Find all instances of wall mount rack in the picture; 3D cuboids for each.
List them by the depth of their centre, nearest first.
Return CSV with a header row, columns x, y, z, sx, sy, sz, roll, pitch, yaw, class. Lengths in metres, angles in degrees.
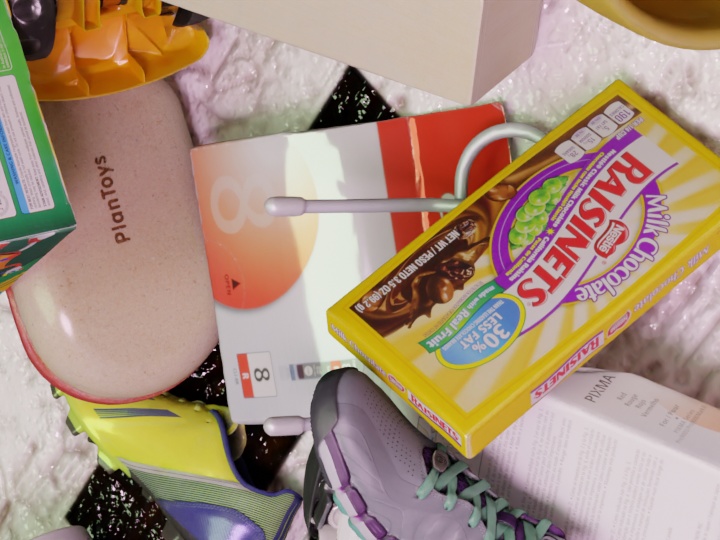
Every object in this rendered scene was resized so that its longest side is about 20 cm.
x,y,z,sx,sy,sz,roll,pitch,yaw,class
0.042,0.024,1.305,0.173,0.075,0.201,3,98,18,wall mount rack

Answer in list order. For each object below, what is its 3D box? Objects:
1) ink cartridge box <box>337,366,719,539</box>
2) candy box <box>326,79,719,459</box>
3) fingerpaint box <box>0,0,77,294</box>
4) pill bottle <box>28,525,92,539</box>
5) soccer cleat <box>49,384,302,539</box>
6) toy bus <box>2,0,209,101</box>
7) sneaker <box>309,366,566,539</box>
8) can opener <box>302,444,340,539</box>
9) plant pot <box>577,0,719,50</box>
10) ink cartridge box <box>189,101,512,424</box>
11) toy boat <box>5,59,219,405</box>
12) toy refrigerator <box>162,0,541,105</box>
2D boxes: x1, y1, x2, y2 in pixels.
x,y,z,sx,sy,sz,roll,pitch,yaw,class
0.091,0.115,1.261,0.200,0.050,0.163,25,128,22,ink cartridge box
0.090,-0.004,1.221,0.102,0.200,0.026,42,159,26,candy box
-0.243,-0.085,1.389,0.167,0.073,0.201,-32,74,59,fingerpaint box
-0.161,0.262,1.524,0.112,0.112,0.200,-41,70,37,pill bottle
-0.109,0.101,1.498,0.084,0.065,0.200,-48,58,3,soccer cleat
-0.172,-0.225,1.426,0.192,0.135,0.201,46,143,46,toy bus
0.056,0.118,1.207,0.087,0.075,0.200,-19,117,29,sneaker
-0.022,0.182,1.439,0.067,0.052,0.201,-117,42,-59,can opener
0.122,-0.223,1.155,0.189,0.200,0.201,35,120,50,plant pot
0.000,0.000,1.381,0.200,0.050,0.163,-6,94,43,ink cartridge box
-0.158,-0.018,1.487,0.131,0.130,0.201,145,109,-70,toy boat
-0.011,-0.153,1.311,0.199,0.076,0.070,20,124,22,toy refrigerator
